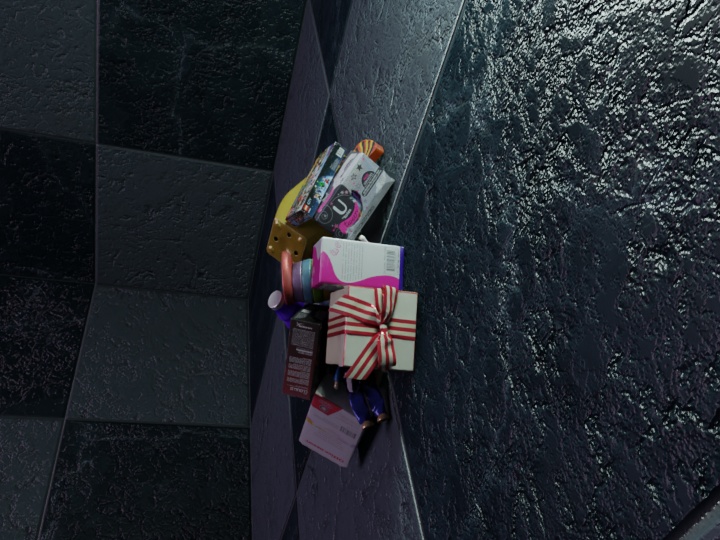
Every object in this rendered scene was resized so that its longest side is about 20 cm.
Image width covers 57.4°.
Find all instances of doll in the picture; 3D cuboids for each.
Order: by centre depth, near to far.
[{"bbox_3d":[0.004,0.251,1.505,0.049,0.133,0.205,77,171,-72],"label":"doll"}]

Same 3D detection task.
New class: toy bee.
[{"bbox_3d":[-0.031,-0.276,1.761,0.109,0.199,0.131,49,179,36],"label":"toy bee"}]

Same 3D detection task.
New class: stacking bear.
[{"bbox_3d":[-0.087,0.020,1.593,0.123,0.193,0.116,84,-179,-49],"label":"stacking bear"}]

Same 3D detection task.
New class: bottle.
[{"bbox_3d":[-0.160,0.119,1.698,0.064,0.199,0.085,-26,49,22],"label":"bottle"}]

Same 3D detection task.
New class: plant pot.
[{"bbox_3d":[-0.153,-0.104,1.823,0.199,0.193,0.198,-36,-26,-51],"label":"plant pot"}]

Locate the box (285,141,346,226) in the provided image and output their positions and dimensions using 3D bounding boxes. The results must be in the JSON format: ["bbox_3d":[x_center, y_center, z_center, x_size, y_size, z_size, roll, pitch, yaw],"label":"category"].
[{"bbox_3d":[-0.116,-0.217,1.680,0.204,0.037,0.136,-65,18,-17],"label":"box"}]

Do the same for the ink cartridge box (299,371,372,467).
[{"bbox_3d":[-0.057,0.368,1.612,0.086,0.144,0.203,-55,-10,-47],"label":"ink cartridge box"}]

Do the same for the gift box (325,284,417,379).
[{"bbox_3d":[0.011,0.133,1.404,0.186,0.193,0.192,160,110,-71],"label":"gift box"}]

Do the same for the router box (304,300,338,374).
[{"bbox_3d":[-0.058,0.163,1.645,0.146,0.062,0.208,-2,96,32],"label":"router box"}]

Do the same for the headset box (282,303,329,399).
[{"bbox_3d":[-0.124,0.198,1.560,0.149,0.072,0.207,-42,-39,-75],"label":"headset box"}]

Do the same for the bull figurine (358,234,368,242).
[{"bbox_3d":[0.000,0.000,1.668,0.065,0.122,0.200,-41,-1,-35],"label":"bull figurine"}]

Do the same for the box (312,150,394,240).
[{"bbox_3d":[-0.027,-0.183,1.647,0.203,0.113,0.132,-55,19,1],"label":"box"}]

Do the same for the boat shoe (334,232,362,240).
[{"bbox_3d":[-0.045,-0.062,1.776,0.199,0.062,0.075,-31,-31,-55],"label":"boat shoe"}]

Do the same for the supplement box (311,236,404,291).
[{"bbox_3d":[-0.009,-0.006,1.503,0.103,0.193,0.105,153,123,-70],"label":"supplement box"}]

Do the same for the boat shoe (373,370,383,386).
[{"bbox_3d":[0.021,0.178,1.573,0.071,0.062,0.207,135,139,-65],"label":"boat shoe"}]
